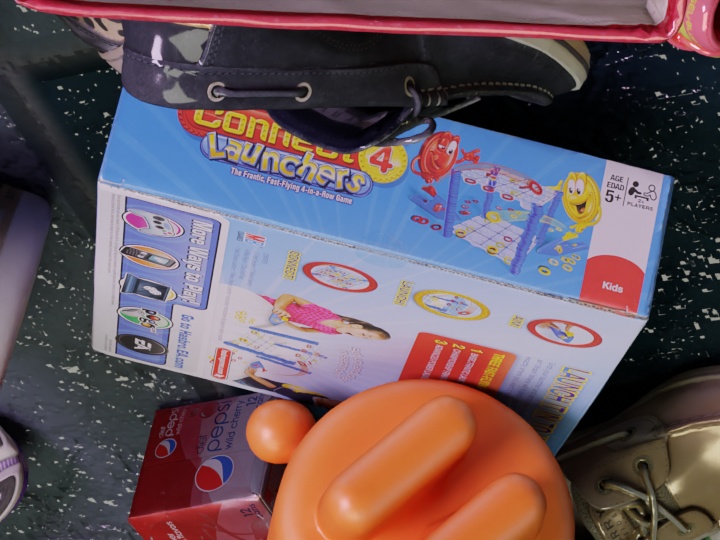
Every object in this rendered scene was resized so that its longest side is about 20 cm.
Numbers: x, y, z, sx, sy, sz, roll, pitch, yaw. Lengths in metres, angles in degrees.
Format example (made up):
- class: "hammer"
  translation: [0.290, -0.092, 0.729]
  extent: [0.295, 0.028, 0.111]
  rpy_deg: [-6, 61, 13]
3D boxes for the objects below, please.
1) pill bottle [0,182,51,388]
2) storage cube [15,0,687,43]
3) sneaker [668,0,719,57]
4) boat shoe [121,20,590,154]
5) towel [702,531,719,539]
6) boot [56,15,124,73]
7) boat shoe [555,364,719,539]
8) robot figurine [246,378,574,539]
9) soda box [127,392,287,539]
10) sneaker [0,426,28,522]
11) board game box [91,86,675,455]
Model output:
- class: "pill bottle"
  translation: [-0.232, -0.005, 1.049]
  extent: [0.199, 0.111, 0.111]
  rpy_deg: [18, 139, -6]
- class: "storage cube"
  translation: [0.009, -0.174, 0.704]
  extent: [0.199, 0.180, 0.172]
  rpy_deg: [4, 115, 11]
- class: "sneaker"
  translation: [0.100, -0.111, 0.859]
  extent: [0.199, 0.091, 0.078]
  rpy_deg: [-2, 139, 19]
- class: "boat shoe"
  translation: [-0.002, -0.070, 0.833]
  extent: [0.074, 0.063, 0.199]
  rpy_deg: [21, -170, 40]
- class: "towel"
  translation: [0.249, 0.091, 1.104]
  extent: [0.152, 0.023, 0.200]
  rpy_deg: [23, 139, -10]
- class: "boot"
  translation: [-0.085, -0.155, 0.873]
  extent: [0.150, 0.073, 0.200]
  rpy_deg: [29, 142, -18]
- class: "boat shoe"
  translation: [0.115, 0.094, 1.098]
  extent: [0.199, 0.065, 0.072]
  rpy_deg: [-16, 115, 33]
- class: "robot figurine"
  translation: [0.019, 0.111, 1.027]
  extent: [0.143, 0.117, 0.200]
  rpy_deg: [11, 160, -1]
- class: "soda box"
  translation: [-0.027, 0.142, 1.201]
  extent: [0.070, 0.064, 0.200]
  rpy_deg: [-11, 134, 24]
- class: "sneaker"
  translation: [-0.227, 0.124, 1.241]
  extent: [0.200, 0.081, 0.083]
  rpy_deg: [-32, 164, 29]
- class: "board game box"
  translation: [0.000, 0.000, 0.988]
  extent: [0.195, 0.056, 0.200]
  rpy_deg: [14, 160, -2]
